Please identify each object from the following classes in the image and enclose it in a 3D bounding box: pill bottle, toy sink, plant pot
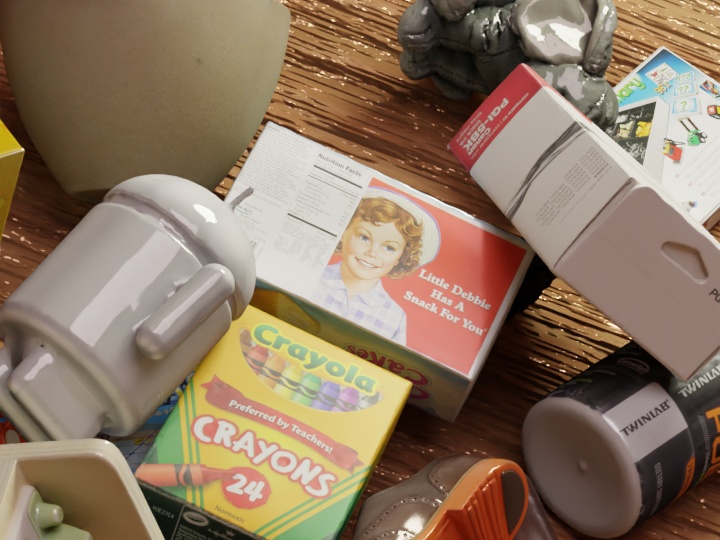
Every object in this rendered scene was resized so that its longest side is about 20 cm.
[{"bbox_3d":[0.210,0.092,1.813,0.200,0.106,0.106,-29,64,-37],"label":"pill bottle"},{"bbox_3d":[-0.220,0.183,1.501,0.200,0.130,0.112,-5,43,17],"label":"toy sink"},{"bbox_3d":[-0.150,-0.115,1.839,0.200,0.200,0.135,4,84,-17],"label":"plant pot"}]

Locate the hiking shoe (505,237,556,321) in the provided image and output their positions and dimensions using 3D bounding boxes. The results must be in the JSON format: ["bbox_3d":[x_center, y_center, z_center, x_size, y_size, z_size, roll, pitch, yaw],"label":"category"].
[{"bbox_3d":[0.045,-0.011,1.869,0.200,0.076,0.101,-10,57,-26],"label":"hiking shoe"}]

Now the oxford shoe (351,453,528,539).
[{"bbox_3d":[0.018,0.182,1.644,0.073,0.071,0.200,12,38,41],"label":"oxford shoe"}]

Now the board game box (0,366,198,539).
[{"bbox_3d":[-0.140,0.136,1.681,0.200,0.056,0.196,-11,54,-28],"label":"board game box"}]

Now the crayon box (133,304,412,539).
[{"bbox_3d":[-0.051,0.101,1.671,0.127,0.051,0.200,24,45,3],"label":"crayon box"}]

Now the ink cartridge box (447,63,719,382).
[{"bbox_3d":[0.161,-0.033,1.777,0.147,0.083,0.200,38,9,-30],"label":"ink cartridge box"}]

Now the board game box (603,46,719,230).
[{"bbox_3d":[0.224,-0.083,2.027,0.126,0.035,0.200,36,47,15],"label":"board game box"}]

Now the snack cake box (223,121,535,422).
[{"bbox_3d":[0.000,0.000,1.772,0.200,0.067,0.115,26,59,3],"label":"snack cake box"}]

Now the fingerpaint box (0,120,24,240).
[{"bbox_3d":[-0.298,-0.056,1.700,0.073,0.200,0.167,-20,58,-34],"label":"fingerpaint box"}]

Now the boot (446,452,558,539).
[{"bbox_3d":[0.058,0.208,1.687,0.186,0.064,0.200,-9,50,-27],"label":"boot"}]

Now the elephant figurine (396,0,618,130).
[{"bbox_3d":[0.135,-0.142,1.971,0.200,0.155,0.141,38,12,27],"label":"elephant figurine"}]

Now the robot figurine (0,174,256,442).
[{"bbox_3d":[-0.142,0.021,1.647,0.200,0.170,0.113,-48,119,-22],"label":"robot figurine"}]
